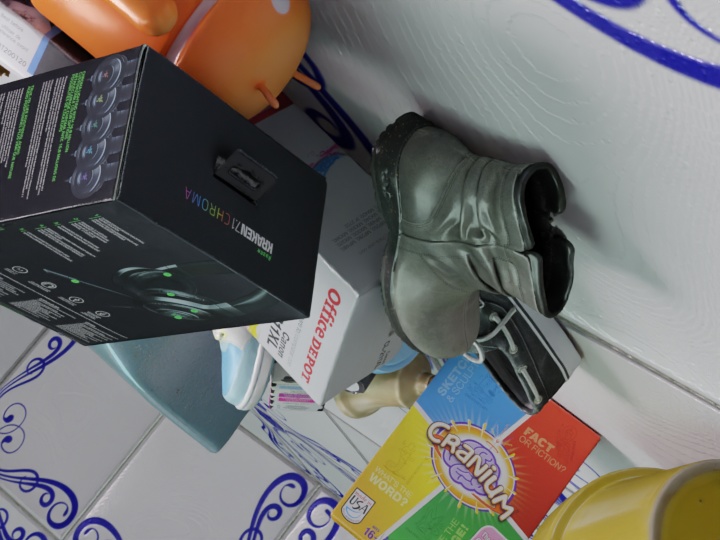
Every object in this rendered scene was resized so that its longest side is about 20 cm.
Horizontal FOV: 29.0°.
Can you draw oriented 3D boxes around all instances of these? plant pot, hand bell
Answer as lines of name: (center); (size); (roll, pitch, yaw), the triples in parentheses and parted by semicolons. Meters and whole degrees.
plant pot: (0.239, 0.233, 1.036); (0.200, 0.201, 0.189); (37, 153, 7)
plant pot: (-0.208, 0.038, 1.497); (0.200, 0.197, 0.196); (40, 174, -41)
hand bell: (0.078, 0.114, 1.332); (0.199, 0.105, 0.104); (13, 153, 39)

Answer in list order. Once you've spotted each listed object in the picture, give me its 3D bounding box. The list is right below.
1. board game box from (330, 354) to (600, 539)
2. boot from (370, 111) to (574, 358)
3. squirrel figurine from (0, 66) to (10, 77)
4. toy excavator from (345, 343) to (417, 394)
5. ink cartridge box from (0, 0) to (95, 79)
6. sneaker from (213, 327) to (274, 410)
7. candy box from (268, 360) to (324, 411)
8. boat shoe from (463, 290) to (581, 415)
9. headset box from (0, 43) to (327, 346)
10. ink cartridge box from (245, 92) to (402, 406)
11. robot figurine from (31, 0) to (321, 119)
board game box: (0.092, 0.183, 1.221); (0.152, 0.201, 0.040); (36, 166, 11)
boot: (0.075, 0.003, 0.873); (0.130, 0.068, 0.201); (30, 147, 38)
squirrel figurine: (-0.293, -0.184, 1.081); (0.141, 0.187, 0.200); (41, 167, -12)
toy excavator: (0.000, 0.000, 1.148); (0.194, 0.100, 0.199); (44, 153, -16)
ink cartridge box: (-0.184, -0.183, 0.913); (0.197, 0.044, 0.200); (35, -148, 0)
sneaker: (-0.137, 0.020, 1.228); (0.129, 0.202, 0.079); (5, 179, -19)
candy box: (-0.057, 0.057, 1.348); (0.060, 0.138, 0.200); (2, 168, -3)
boat shoe: (0.087, 0.033, 1.019); (0.073, 0.068, 0.200); (23, 159, 49)
headset box: (-0.139, -0.035, 0.801); (0.198, 0.094, 0.174); (-8, 154, 34)
ink cartridge box: (-0.052, -0.024, 1.013); (0.200, 0.083, 0.146); (45, 145, 20)
robot figurine: (-0.111, -0.163, 0.810); (0.200, 0.117, 0.144); (39, 158, 4)
